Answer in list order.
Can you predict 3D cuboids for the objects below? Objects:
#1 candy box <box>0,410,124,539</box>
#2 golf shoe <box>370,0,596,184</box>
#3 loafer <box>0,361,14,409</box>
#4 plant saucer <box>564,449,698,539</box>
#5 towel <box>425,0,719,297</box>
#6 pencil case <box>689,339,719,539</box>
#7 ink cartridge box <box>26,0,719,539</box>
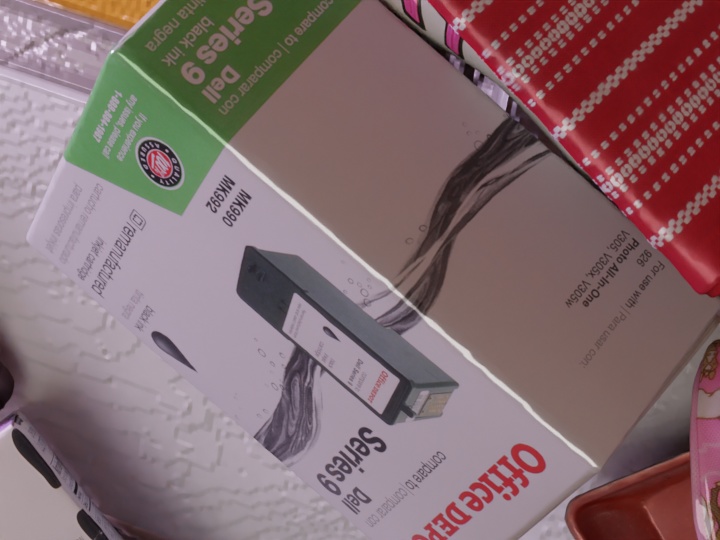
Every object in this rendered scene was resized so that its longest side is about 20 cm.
[{"bbox_3d":[-0.138,0.185,0.896,0.168,0.072,0.200,-39,95,-4],"label":"candy box"},{"bbox_3d":[0.031,-0.106,0.746,0.092,0.073,0.201,-36,87,37],"label":"golf shoe"},{"bbox_3d":[-0.211,-0.013,0.902,0.201,0.063,0.072,58,150,-2],"label":"loafer"},{"bbox_3d":[0.202,0.123,0.792,0.199,0.037,0.201,-26,101,30],"label":"plant saucer"},{"bbox_3d":[0.086,-0.107,0.694,0.200,0.145,0.022,47,163,-2],"label":"towel"},{"bbox_3d":[0.198,0.053,0.696,0.199,0.087,0.083,-8,141,26],"label":"pencil case"},{"bbox_3d":[0.000,0.000,0.765,0.200,0.084,0.146,41,149,2],"label":"ink cartridge box"}]
